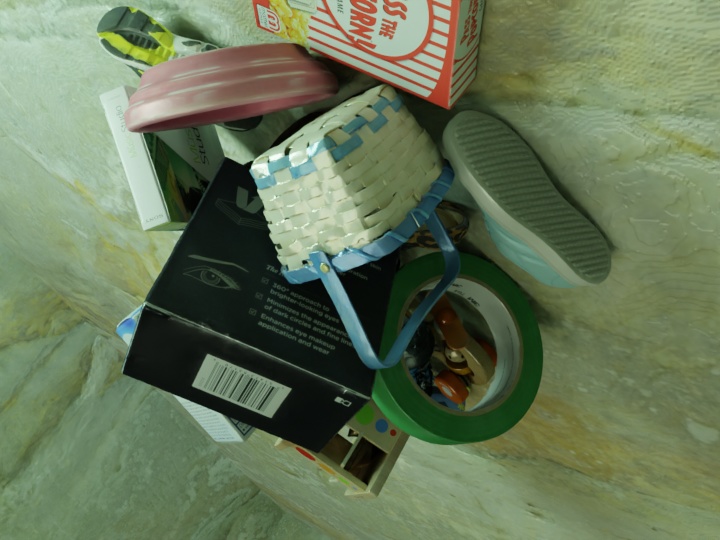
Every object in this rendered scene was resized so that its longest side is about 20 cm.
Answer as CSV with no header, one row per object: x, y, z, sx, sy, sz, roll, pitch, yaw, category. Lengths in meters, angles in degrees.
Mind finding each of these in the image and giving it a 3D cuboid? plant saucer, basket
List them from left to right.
-0.121,-0.170,0.623,0.200,0.200,0.051,2,107,50,plant saucer
0.012,-0.041,0.577,0.139,0.176,0.201,-19,108,39,basket

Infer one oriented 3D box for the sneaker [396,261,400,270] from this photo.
-0.015,0.056,0.806,0.085,0.078,0.201,14,118,-3,sneaker

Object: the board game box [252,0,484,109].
-0.001,-0.229,0.512,0.199,0.046,0.152,28,152,19,board game box

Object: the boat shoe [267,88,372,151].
-0.028,-0.122,0.700,0.076,0.072,0.200,39,156,-30,boat shoe

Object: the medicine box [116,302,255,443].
-0.166,0.082,0.848,0.200,0.182,0.103,51,147,-9,medicine box

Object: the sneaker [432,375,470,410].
0.061,0.192,0.996,0.199,0.083,0.074,10,166,4,sneaker

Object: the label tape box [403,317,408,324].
-0.028,0.054,0.978,0.200,0.066,0.143,40,154,-7,label tape box

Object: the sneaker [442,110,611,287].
0.132,-0.051,0.601,0.200,0.074,0.082,46,151,-13,sneaker

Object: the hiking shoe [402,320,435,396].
0.065,0.117,0.822,0.087,0.074,0.200,44,163,3,hiking shoe

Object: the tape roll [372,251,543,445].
0.097,0.081,0.710,0.200,0.201,0.048,41,153,-6,tape roll

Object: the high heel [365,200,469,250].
0.007,-0.064,0.684,0.199,0.072,0.142,14,169,-26,high heel

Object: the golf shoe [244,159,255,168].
-0.125,-0.057,0.908,0.088,0.077,0.201,-130,20,-62,golf shoe

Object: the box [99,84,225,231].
-0.200,-0.116,0.749,0.200,0.036,0.145,-18,-91,-76,box

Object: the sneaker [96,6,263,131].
-0.194,-0.224,0.756,0.200,0.075,0.085,34,179,-3,sneaker

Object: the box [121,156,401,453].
-0.083,0.030,0.626,0.196,0.201,0.118,25,135,-10,box

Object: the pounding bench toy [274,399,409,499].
-0.039,0.231,0.963,0.156,0.124,0.200,34,155,-2,pounding bench toy

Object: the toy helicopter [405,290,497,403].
0.089,0.068,0.850,0.200,0.079,0.132,42,163,21,toy helicopter
